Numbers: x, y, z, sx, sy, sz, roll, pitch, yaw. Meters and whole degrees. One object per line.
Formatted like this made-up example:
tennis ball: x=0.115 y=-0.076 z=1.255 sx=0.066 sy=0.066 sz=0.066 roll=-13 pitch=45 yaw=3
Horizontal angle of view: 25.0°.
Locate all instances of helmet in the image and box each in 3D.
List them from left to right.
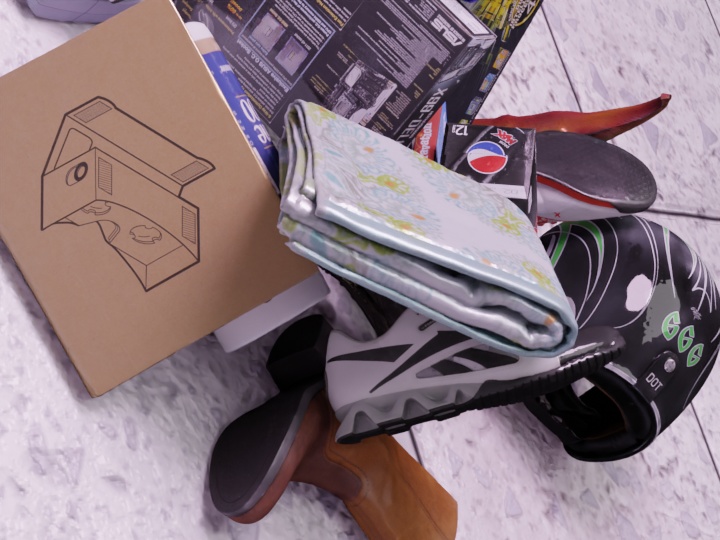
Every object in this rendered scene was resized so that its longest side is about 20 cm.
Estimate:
helmet: x=0.209 y=0.044 z=1.382 sx=0.200 sy=0.200 sz=0.191 roll=46 pitch=52 yaw=-23

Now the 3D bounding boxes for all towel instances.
towel: x=0.038 y=-0.030 z=1.030 sx=0.199 sy=0.048 sz=0.171 roll=26 pitch=23 yaw=-15

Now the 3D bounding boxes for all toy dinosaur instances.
toy dinosaur: x=0.150 y=-0.121 z=1.412 sx=0.181 sy=0.201 sz=0.105 roll=29 pitch=28 yaw=5

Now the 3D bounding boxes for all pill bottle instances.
pill bottle: x=-0.102 y=-0.053 z=1.078 sx=0.201 sy=0.111 sz=0.111 roll=61 pitch=33 yaw=-2

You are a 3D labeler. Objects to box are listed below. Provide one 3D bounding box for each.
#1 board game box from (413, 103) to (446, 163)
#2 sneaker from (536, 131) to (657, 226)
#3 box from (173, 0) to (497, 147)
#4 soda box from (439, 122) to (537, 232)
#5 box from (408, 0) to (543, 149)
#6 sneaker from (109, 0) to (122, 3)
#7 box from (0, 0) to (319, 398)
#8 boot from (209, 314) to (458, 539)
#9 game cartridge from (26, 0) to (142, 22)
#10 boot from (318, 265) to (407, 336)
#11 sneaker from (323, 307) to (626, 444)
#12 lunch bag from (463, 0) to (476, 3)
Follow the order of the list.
board game box: x=0.057 y=-0.031 z=1.261 sx=0.201 sy=0.019 sz=0.103 roll=83 pitch=13 yaw=-44
sneaker: x=0.136 y=-0.060 z=1.351 sx=0.200 sy=0.108 sz=0.068 roll=7 pitch=54 yaw=-6
box: x=-0.025 y=-0.176 z=1.179 sx=0.200 sy=0.158 sz=0.050 roll=45 pitch=24 yaw=11
soda box: x=0.097 y=-0.025 z=1.223 sx=0.200 sy=0.070 sz=0.064 roll=80 pitch=17 yaw=-57
box: x=0.069 y=-0.181 z=1.318 sx=0.049 sy=0.201 sz=0.161 roll=36 pitch=13 yaw=24
sneaker: x=-0.155 y=-0.284 z=1.147 sx=0.121 sy=0.083 sz=0.200 roll=59 pitch=33 yaw=-23
box: x=-0.143 y=-0.046 z=1.003 sx=0.201 sy=0.163 sz=0.021 roll=61 pitch=-11 yaw=-2
boot: x=-0.012 y=0.159 z=1.116 sx=0.200 sy=0.068 sz=0.189 roll=57 pitch=25 yaw=-22
game cartridge: x=-0.191 y=-0.246 z=1.170 sx=0.134 sy=0.040 sz=0.200 roll=59 pitch=33 yaw=2
boot: x=0.000 y=0.000 z=1.196 sx=0.174 sy=0.200 sz=0.069 roll=37 pitch=71 yaw=11
sneaker: x=0.072 y=0.048 z=1.063 sx=0.074 sy=0.199 sz=0.089 roll=81 pitch=-3 yaw=-74
lunch bag: x=0.076 y=-0.310 z=1.188 sx=0.170 sy=0.124 sz=0.200 roll=-38 pitch=79 yaw=-21
